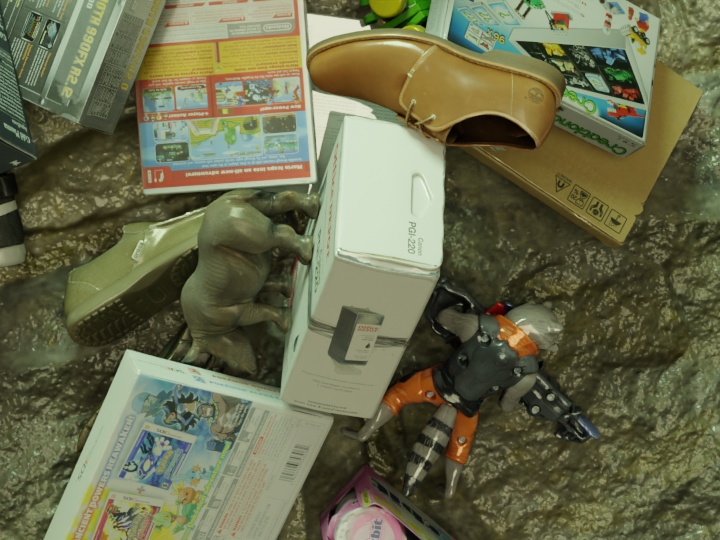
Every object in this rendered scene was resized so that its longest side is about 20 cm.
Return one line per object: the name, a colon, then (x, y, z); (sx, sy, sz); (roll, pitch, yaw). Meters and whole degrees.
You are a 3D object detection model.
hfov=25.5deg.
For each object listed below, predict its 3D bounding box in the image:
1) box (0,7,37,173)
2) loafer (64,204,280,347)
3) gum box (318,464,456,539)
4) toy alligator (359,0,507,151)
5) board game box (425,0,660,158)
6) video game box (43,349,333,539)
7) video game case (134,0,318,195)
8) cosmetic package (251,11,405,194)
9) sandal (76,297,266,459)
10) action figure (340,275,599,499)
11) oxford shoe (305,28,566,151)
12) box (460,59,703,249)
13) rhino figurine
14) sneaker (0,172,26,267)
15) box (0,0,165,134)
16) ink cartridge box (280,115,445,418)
box: (-0.373, -0.145, 1.213); (0.200, 0.104, 0.182); (-20, 76, 12)
loafer: (-0.161, -0.014, 1.308); (0.200, 0.076, 0.067); (-29, 61, -6)
gum box: (0.053, 0.256, 1.346); (0.200, 0.114, 0.066); (41, 93, -8)
toy alligator: (0.047, -0.171, 1.268); (0.054, 0.059, 0.200); (-30, 88, 32)
board game box: (0.148, -0.186, 1.270); (0.200, 0.035, 0.126); (24, 62, -22)
video game box: (-0.144, 0.178, 1.308); (0.182, 0.047, 0.200); (16, 108, -31)
video game case: (-0.111, -0.165, 1.272); (0.143, 0.017, 0.200); (-3, 94, 5)
cosmetic package: (-0.047, -0.137, 1.318); (0.200, 0.052, 0.151); (7, 93, -5)
sandal: (-0.158, 0.095, 1.343); (0.082, 0.055, 0.200); (39, 79, -14)
action figure: (0.110, 0.112, 1.340); (0.200, 0.105, 0.194); (36, 103, -6)
oxford shoe: (0.049, -0.132, 1.197); (0.200, 0.071, 0.071); (11, 63, 14)
box: (0.170, -0.138, 1.324); (0.200, 0.021, 0.164); (33, 72, -7)
rhino figurine: (-0.097, 0.017, 1.268); (0.087, 0.060, 0.200); (11, 126, -11)
sneaker: (-0.379, -0.051, 1.298); (0.200, 0.073, 0.112); (-6, 95, -12)
box: (-0.229, -0.228, 1.254); (0.158, 0.048, 0.200); (24, 96, 27)
ink cartridge box: (0.000, 0.000, 1.242); (0.085, 0.146, 0.200); (12, 141, -11)
